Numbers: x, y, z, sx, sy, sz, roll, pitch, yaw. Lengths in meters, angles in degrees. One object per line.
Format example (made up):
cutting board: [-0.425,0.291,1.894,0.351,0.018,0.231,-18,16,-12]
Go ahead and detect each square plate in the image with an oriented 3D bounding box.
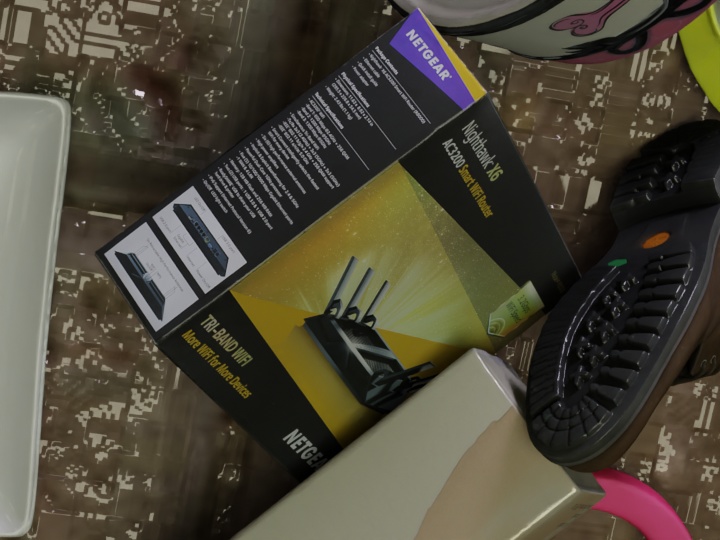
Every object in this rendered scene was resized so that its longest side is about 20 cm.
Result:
square plate: [-0.232,0.013,0.935,0.199,0.028,0.199,4,104,-12]

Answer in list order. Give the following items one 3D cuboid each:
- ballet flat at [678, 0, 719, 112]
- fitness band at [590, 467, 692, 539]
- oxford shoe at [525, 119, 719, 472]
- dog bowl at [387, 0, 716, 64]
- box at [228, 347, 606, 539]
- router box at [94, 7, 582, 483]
ballet flat: [0.168,-0.151,0.952,0.066,0.067,0.201,-15,107,-9]
fitness band: [0.073,0.179,1.035,0.144,0.037,0.200,41,95,-18]
oxford shoe: [0.134,0.024,0.941,0.085,0.072,0.200,59,45,-25]
dog bowl: [0.094,-0.172,0.873,0.074,0.200,0.201,27,98,-36]
box: [0.002,0.127,0.957,0.200,0.095,0.078,-39,76,8]
router box: [0.000,0.000,0.903,0.157,0.052,0.200,-38,152,0]
